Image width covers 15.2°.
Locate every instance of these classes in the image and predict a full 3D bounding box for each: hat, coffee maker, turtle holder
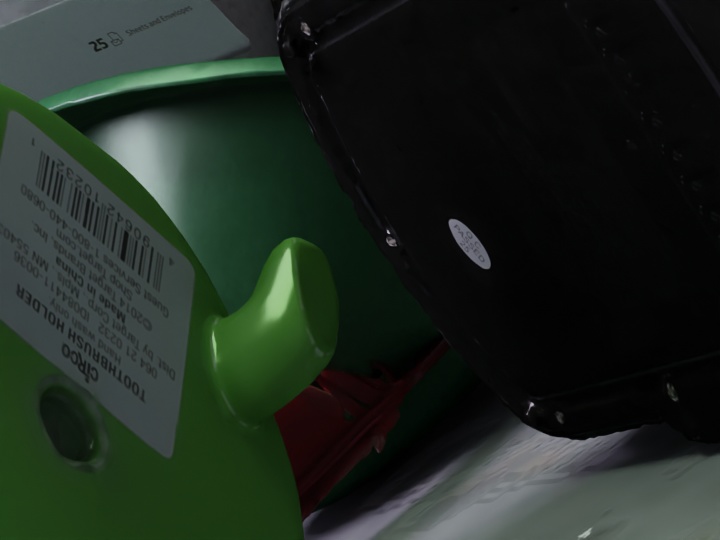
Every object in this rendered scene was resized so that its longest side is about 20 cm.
[{"bbox_3d":[-0.015,0.055,0.638,0.199,0.177,0.166,6,-16,-27],"label":"hat"},{"bbox_3d":[0.115,-0.065,0.509,0.200,0.135,0.192,-38,31,-27],"label":"coffee maker"},{"bbox_3d":[-0.079,0.062,0.461,0.131,0.186,0.141,-29,-25,27],"label":"turtle holder"}]

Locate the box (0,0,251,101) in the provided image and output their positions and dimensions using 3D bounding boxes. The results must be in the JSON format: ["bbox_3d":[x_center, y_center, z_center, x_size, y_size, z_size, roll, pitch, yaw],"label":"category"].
[{"bbox_3d":[-0.125,0.016,0.755,0.156,0.041,0.200,-29,-24,-40],"label":"box"}]

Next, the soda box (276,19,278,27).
[{"bbox_3d":[-0.025,-0.065,1.052,0.063,0.071,0.200,-28,-18,-36],"label":"soda box"}]

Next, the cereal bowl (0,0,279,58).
[{"bbox_3d":[-0.121,-0.036,0.874,0.199,0.084,0.200,-9,-15,-2],"label":"cereal bowl"}]

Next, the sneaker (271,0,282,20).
[{"bbox_3d":[-0.046,-0.174,0.934,0.201,0.078,0.082,-66,27,20],"label":"sneaker"}]
